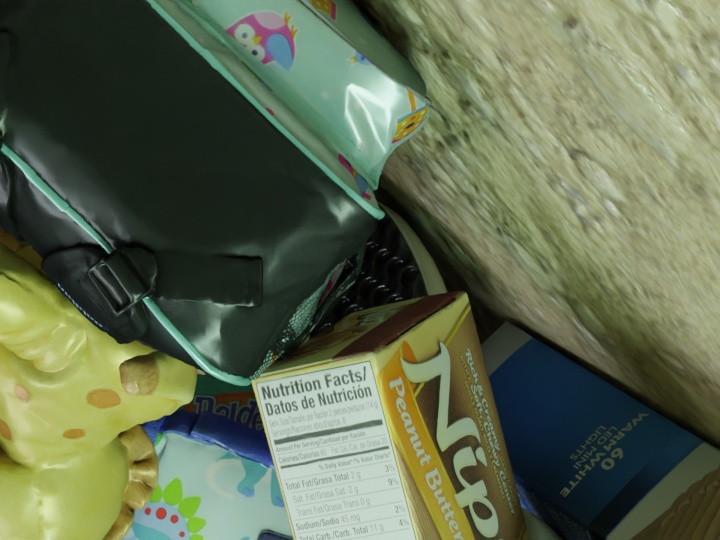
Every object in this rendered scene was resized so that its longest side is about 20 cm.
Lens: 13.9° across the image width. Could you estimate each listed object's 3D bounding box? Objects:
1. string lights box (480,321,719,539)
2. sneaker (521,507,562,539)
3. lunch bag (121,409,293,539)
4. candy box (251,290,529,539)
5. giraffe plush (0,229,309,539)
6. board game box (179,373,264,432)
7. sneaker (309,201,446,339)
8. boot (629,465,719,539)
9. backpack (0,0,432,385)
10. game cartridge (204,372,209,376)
[{"bbox_3d":[0.112,0.101,1.218,0.103,0.059,0.200,52,170,-29],"label":"string lights box"},{"bbox_3d":[0.073,0.179,1.251,0.099,0.071,0.201,-137,24,-69],"label":"sneaker"},{"bbox_3d":[-0.032,0.169,1.308,0.169,0.201,0.127,16,-155,9],"label":"lunch bag"},{"bbox_3d":[0.025,0.118,1.120,0.115,0.055,0.201,-30,-74,-69],"label":"candy box"},{"bbox_3d":[-0.138,0.050,1.229,0.200,0.163,0.173,29,-151,10],"label":"giraffe plush"},{"bbox_3d":[-0.032,0.120,1.409,0.151,0.045,0.200,10,152,12],"label":"board game box"},{"bbox_3d":[0.000,0.000,1.335,0.093,0.071,0.200,24,-174,-38],"label":"sneaker"},{"bbox_3d":[0.162,0.154,1.063,0.166,0.072,0.200,44,145,-5],"label":"boot"},{"bbox_3d":[-0.068,-0.052,1.081,0.176,0.153,0.200,40,171,1],"label":"backpack"},{"bbox_3d":[-0.058,0.010,1.463,0.133,0.041,0.200,45,-161,-51],"label":"game cartridge"}]
